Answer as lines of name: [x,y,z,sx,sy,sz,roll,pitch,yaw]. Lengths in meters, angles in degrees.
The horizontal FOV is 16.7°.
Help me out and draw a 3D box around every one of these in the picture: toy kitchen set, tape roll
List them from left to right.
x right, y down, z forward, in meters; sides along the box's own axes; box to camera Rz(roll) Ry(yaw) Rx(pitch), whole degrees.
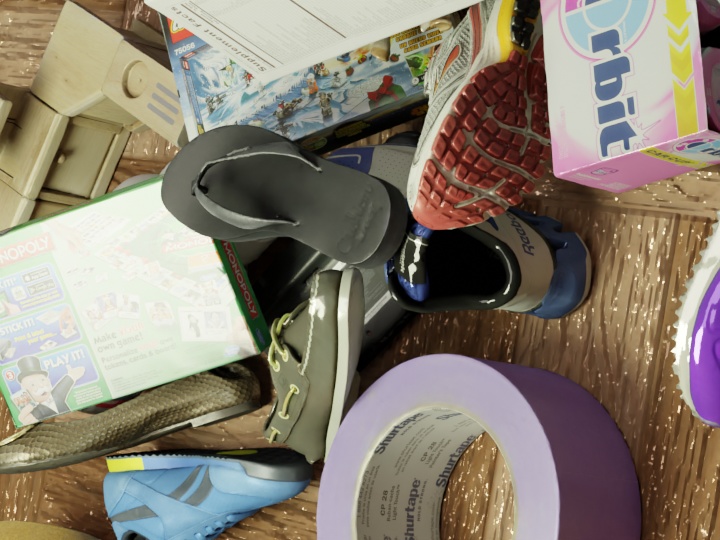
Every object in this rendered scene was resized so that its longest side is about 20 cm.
toy kitchen set: [-0.210,-0.077,1.792,0.180,0.163,0.200,35,107,41]
tape roll: [0.071,0.155,1.540,0.200,0.085,0.200,-11,74,42]

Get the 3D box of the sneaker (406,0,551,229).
sneaker: [0.077,-0.102,1.525,0.082,0.078,0.200,-19,35,48]

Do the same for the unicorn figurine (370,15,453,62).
unicorn figurine: [0.037,-0.213,1.593,0.200,0.074,0.137,-9,60,27]

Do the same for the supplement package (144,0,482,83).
supplement package: [-0.021,-0.210,1.516,0.200,0.114,0.110,-16,53,43]

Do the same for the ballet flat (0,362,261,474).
ballet flat: [-0.168,0.103,1.735,0.200,0.067,0.046,-16,85,4]

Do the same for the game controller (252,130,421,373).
game controller: [0.000,0.000,1.674,0.200,0.042,0.104,-47,69,27]

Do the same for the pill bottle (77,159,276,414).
pill bottle: [-0.151,0.002,1.752,0.200,0.120,0.120,-43,56,30]

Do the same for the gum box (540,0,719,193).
gum box: [0.172,-0.159,1.478,0.113,0.066,0.200,-16,71,41]

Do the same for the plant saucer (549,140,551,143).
plant saucer: [0.174,-0.164,1.542,0.200,0.027,0.200,-9,77,42]

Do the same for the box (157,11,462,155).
box: [-0.029,-0.150,1.670,0.200,0.040,0.137,-20,67,13]

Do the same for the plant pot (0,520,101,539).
plant pot: [-0.243,0.287,1.762,0.186,0.186,0.200,-8,64,42]

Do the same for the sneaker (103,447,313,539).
sneaker: [-0.104,0.163,1.720,0.200,0.066,0.078,-7,85,45]

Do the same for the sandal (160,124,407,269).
sandal: [-0.055,-0.052,1.548,0.200,0.043,0.076,12,87,42]

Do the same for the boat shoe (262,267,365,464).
boat shoe: [-0.032,0.062,1.592,0.202,0.060,0.072,96,-173,-57]

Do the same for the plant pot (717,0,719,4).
plant pot: [0.265,-0.224,1.377,0.135,0.200,0.200,-110,44,-71]

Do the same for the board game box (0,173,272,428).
board game box: [-0.173,0.019,1.681,0.200,0.029,0.135,-17,99,23]

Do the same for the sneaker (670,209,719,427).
sneaker: [0.251,0.004,1.410,0.100,0.070,0.200,23,100,39]

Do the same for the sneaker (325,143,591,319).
sneaker: [0.038,-0.026,1.554,0.199,0.115,0.081,24,104,29]
